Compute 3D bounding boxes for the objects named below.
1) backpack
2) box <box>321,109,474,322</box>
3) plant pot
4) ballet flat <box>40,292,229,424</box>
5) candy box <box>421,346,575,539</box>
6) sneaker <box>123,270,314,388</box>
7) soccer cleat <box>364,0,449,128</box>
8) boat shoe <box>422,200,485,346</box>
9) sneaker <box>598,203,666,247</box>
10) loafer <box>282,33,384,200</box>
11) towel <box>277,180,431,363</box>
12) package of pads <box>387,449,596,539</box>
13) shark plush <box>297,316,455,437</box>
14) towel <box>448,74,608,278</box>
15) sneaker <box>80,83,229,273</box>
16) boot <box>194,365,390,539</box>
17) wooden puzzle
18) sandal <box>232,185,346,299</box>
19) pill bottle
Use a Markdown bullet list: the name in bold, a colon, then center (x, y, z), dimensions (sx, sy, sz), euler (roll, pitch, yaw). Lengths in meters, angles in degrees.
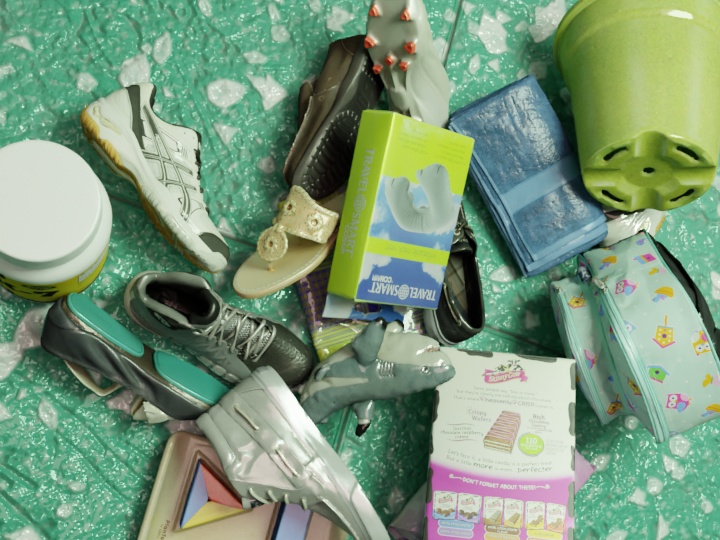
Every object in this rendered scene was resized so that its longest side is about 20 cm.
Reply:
- **backpack**: center (0.286, 0.073, 0.910), dimensions (0.153, 0.200, 0.176), euler (-24, 112, 3)
- **box**: center (0.037, -0.044, 0.872), dimensions (0.122, 0.048, 0.201), euler (8, 95, -44)
- **plant pot**: center (0.300, -0.170, 0.942), dimensions (0.200, 0.200, 0.185), euler (18, 60, -14)
- **ballet flat**: center (-0.210, 0.098, 0.838), dimensions (0.200, 0.073, 0.073), euler (36, 72, -21)
- **candy box**: center (0.132, 0.180, 0.851), dimensions (0.136, 0.061, 0.201), euler (6, 64, 5)
- **sneaker**: center (-0.127, 0.057, 0.840), dimensions (0.199, 0.115, 0.075), euler (25, 75, -12)
- **soccer cleat**: center (0.053, -0.214, 0.924), dimensions (0.069, 0.200, 0.078), euler (16, 51, 28)
- **boat shoe**: center (0.097, -0.022, 0.943), dimensions (0.068, 0.057, 0.201), euler (3, 76, -37)
- **sneaker**: center (0.329, -0.109, 1.030), dimensions (0.088, 0.076, 0.200), euler (43, 71, -7)
- **loafer**: center (-0.033, -0.161, 0.935), dimensions (0.200, 0.071, 0.073), euler (-65, 146, -21)
- **towel**: center (0.000, 0.000, 0.939), dimensions (0.143, 0.023, 0.201), euler (-12, 85, -19)
- **package of pads**: center (0.135, 0.231, 0.916), dimensions (0.121, 0.076, 0.200), euler (46, 71, -2)
- **shark plush**: center (-0.011, 0.119, 0.858), dimensions (0.200, 0.091, 0.083), euler (-33, 78, -2)
- **towel**: center (0.183, -0.103, 0.972), dimensions (0.111, 0.049, 0.200), euler (-28, 96, 7)
- **sneaker**: center (-0.178, -0.094, 0.862), dimensions (0.088, 0.076, 0.200), euler (-38, 94, -19)
- **boot**: center (-0.065, 0.192, 0.819), dimensions (0.095, 0.074, 0.200), euler (-36, 82, -14)
- **wooden puzzle**: center (-0.109, 0.266, 0.846), dimensions (0.199, 0.046, 0.186), euler (18, 79, -14)
- **sandal**: center (-0.046, -0.058, 0.872), dimensions (0.211, 0.078, 0.070), euler (-33, 127, -25)
- **pill bottle**: center (-0.272, -0.038, 0.766), dimensions (0.114, 0.200, 0.115), euler (3, 80, -16)
